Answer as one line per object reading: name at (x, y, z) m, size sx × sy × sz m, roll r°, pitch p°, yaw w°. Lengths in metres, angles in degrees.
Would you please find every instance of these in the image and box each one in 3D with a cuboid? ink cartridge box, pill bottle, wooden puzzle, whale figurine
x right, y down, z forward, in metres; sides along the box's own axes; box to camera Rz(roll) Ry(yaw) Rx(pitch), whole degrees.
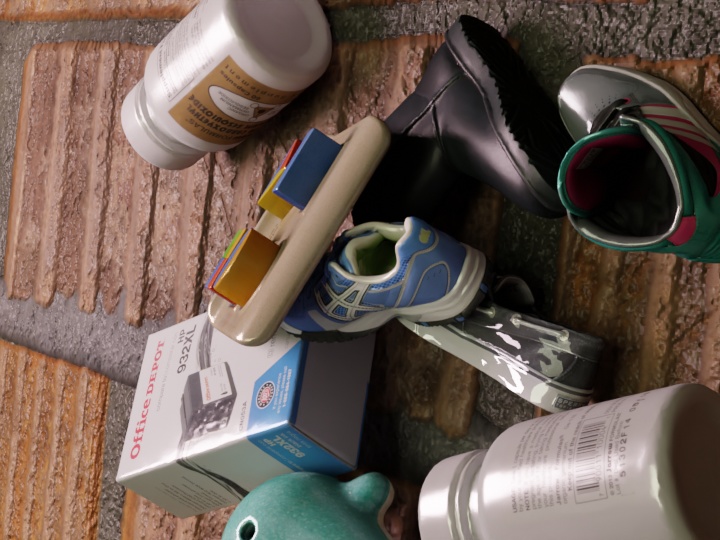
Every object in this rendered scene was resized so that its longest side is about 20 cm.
ink cartridge box at (-0.093, 0.103, 1.147) m, size 0.199 × 0.084 × 0.146 m, roll -22°, pitch 46°, yaw 36°
pill bottle at (0.138, 0.145, 0.883) m, size 0.199 × 0.114 × 0.115 m, roll -20°, pitch 72°, yaw 42°
wooden puzzle at (-0.061, -0.036, 1.062) m, size 0.186 × 0.046 × 0.200 m, roll -58°, pitch 13°, yaw -5°
whale figurine at (-0.026, 0.214, 1.018) m, size 0.199 × 0.104 × 0.160 m, roll 11°, pitch 71°, yaw 51°
pill bottle at (-0.125, -0.170, 1.244) m, size 0.200 × 0.114 × 0.115 m, roll -33°, pitch 63°, yaw 44°

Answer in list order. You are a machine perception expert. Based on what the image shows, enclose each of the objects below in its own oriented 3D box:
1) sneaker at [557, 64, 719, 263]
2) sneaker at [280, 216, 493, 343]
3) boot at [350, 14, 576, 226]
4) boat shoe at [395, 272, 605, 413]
sneaker at (0.162, -0.072, 0.888) m, size 0.200 × 0.120 × 0.084 m, roll 47°, pitch 122°, yaw 41°
sneaker at (0.000, 0.000, 1.014) m, size 0.199 × 0.077 × 0.076 m, roll -15°, pitch 47°, yaw 42°
boot at (0.071, -0.065, 1.029) m, size 0.168 × 0.076 × 0.201 m, roll -52°, pitch 44°, yaw 30°
boat shoe at (0.094, 0.033, 1.001) m, size 0.200 × 0.071 × 0.068 m, roll 32°, pitch 106°, yaw 50°
